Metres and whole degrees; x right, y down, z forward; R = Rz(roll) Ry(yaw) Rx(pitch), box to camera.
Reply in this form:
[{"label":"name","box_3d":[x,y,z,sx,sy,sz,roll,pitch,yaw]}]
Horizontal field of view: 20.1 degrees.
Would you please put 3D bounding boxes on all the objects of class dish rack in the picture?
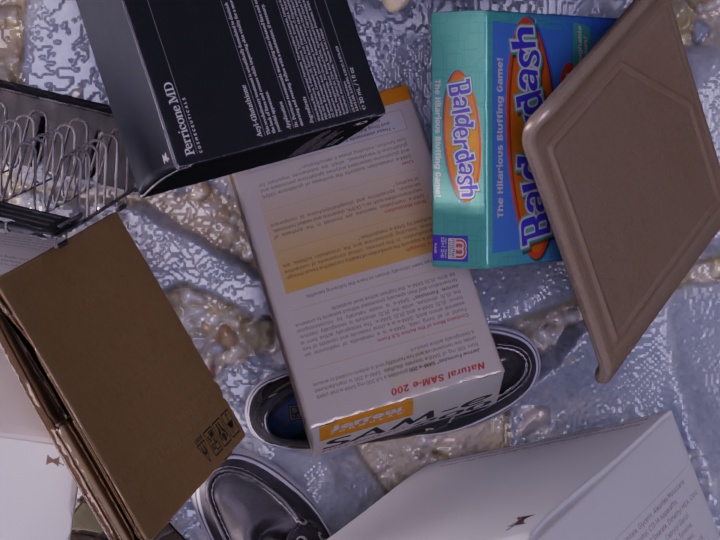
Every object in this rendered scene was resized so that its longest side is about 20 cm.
[{"label":"dish rack","box_3d":[-0.213,-0.067,1.204,0.152,0.200,0.055,12,105,8]}]

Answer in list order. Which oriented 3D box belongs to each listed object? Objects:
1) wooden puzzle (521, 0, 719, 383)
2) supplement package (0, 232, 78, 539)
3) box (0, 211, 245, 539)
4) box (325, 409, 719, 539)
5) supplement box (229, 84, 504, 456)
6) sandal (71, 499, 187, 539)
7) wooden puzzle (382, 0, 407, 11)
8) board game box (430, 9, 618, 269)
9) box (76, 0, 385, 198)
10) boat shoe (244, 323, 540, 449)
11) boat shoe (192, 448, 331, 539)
[{"label":"wooden puzzle","box_3d":[0.165,-0.060,1.265,0.185,0.037,0.201,-47,131,-39]},{"label":"supplement package","box_3d":[-0.221,0.079,1.205,0.119,0.200,0.122,8,124,-8]},{"label":"box","box_3d":[-0.138,0.058,1.160,0.021,0.200,0.164,-28,95,17]},{"label":"box","box_3d":[0.091,0.194,1.230,0.198,0.200,0.131,-16,98,38]},{"label":"supplement box","box_3d":[0.000,0.000,1.271,0.125,0.074,0.201,-15,72,-5]},{"label":"sandal","box_3d":[-0.114,0.223,1.295,0.082,0.055,0.200,-42,66,-15]},{"label":"wooden puzzle","box_3d":[0.097,-0.210,1.244,0.199,0.185,0.037,-15,116,-4]},{"label":"board game box","box_3d":[0.119,-0.083,1.266,0.199,0.045,0.153,-7,98,-50]},{"label":"box","box_3d":[-0.089,-0.161,1.204,0.140,0.079,0.201,-16,85,-28]},{"label":"boat shoe","box_3d":[0.024,0.079,1.317,0.199,0.066,0.070,-7,96,-6]},{"label":"boat shoe","box_3d":[-0.039,0.203,1.311,0.070,0.066,0.201,-32,97,-4]}]
